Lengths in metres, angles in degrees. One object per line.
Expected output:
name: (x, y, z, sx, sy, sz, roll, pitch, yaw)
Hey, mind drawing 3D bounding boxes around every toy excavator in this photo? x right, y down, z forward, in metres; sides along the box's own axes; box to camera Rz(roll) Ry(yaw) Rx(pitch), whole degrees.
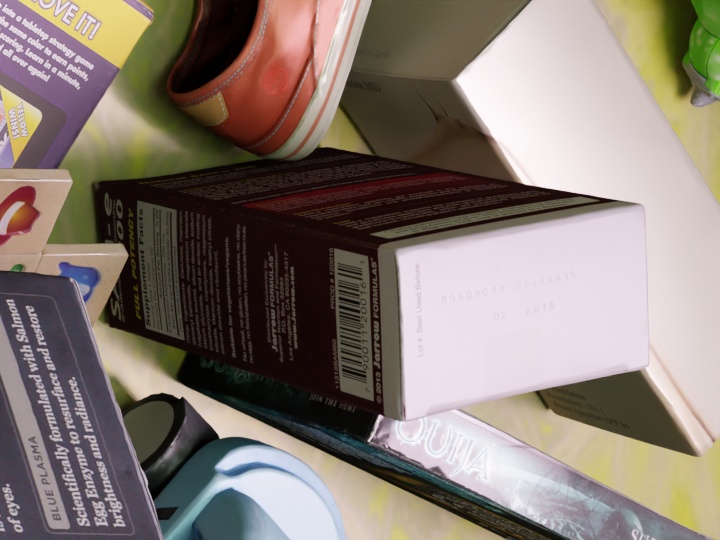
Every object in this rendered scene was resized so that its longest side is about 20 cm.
toy excavator: (-0.056, 0.152, 1.001, 0.195, 0.200, 0.100, -50, 121, -18)

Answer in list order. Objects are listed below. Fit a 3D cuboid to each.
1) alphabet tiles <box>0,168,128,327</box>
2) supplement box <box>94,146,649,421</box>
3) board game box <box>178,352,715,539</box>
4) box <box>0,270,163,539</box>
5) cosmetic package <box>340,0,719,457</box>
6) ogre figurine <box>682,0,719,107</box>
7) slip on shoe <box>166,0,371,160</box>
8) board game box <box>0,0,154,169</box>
alphabet tiles: (-0.173, 0.040, 0.950, 0.166, 0.008, 0.201, 0, 135, -34)
supplement box: (0.000, 0.000, 1.016, 0.108, 0.200, 0.061, -10, 104, -32)
board game box: (0.043, 0.078, 1.097, 0.199, 0.135, 0.028, 28, 81, -34)
box: (-0.199, 0.097, 0.881, 0.199, 0.118, 0.197, 5, 138, -37)
cosmetic package: (0.080, -0.027, 1.126, 0.073, 0.103, 0.200, -46, 118, -19)
ogre figurine: (0.187, -0.140, 1.186, 0.119, 0.200, 0.098, -25, 66, -18)
slip on shoe: (-0.024, -0.143, 1.060, 0.061, 0.074, 0.201, 13, 94, -31)
board game box: (-0.185, -0.067, 0.925, 0.200, 0.057, 0.166, 34, 87, -47)
